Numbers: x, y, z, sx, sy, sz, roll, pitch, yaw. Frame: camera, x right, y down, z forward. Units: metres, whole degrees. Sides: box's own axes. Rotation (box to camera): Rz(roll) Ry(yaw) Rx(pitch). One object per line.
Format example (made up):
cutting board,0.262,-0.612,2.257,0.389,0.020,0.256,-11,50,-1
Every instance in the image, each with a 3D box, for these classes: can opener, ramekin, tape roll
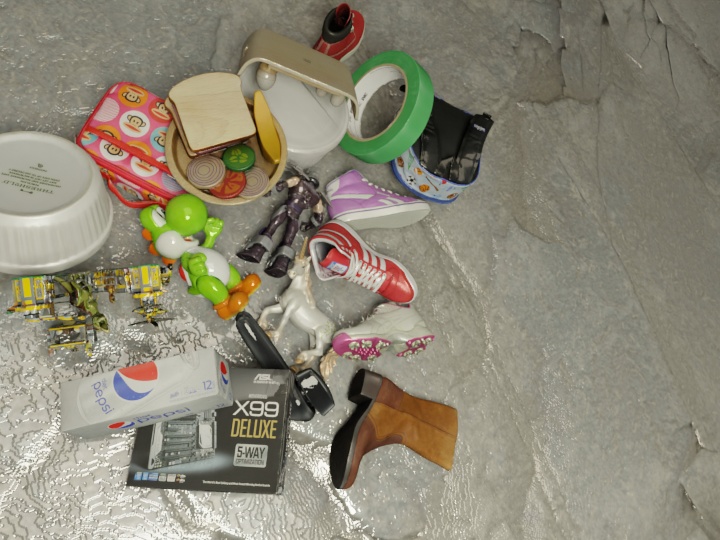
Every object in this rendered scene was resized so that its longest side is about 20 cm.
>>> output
can opener,-0.121,0.143,0.829,0.078,0.063,0.201,-39,101,-13
ramekin,-0.443,-0.101,0.759,0.201,0.094,0.204,12,50,-14
ramekin,-0.128,-0.270,0.991,0.201,0.094,0.204,9,66,-20
tape roll,0.038,-0.298,1.026,0.048,0.199,0.202,20,58,-47

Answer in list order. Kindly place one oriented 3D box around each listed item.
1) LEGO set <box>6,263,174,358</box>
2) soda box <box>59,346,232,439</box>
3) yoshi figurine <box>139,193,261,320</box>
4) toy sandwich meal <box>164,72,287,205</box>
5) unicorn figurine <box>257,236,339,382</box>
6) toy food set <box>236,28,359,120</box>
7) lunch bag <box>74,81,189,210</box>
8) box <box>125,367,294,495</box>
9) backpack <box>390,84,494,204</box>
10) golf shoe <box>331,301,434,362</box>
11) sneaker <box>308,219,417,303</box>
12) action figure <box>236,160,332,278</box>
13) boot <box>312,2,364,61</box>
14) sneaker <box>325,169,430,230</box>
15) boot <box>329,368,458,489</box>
LEGO set,-0.340,0.058,0.730,0.198,0.153,0.117,-7,93,-26
soda box,-0.270,0.158,0.715,0.198,0.068,0.064,-13,65,-1
yoshi figurine,-0.230,-0.033,0.828,0.200,0.112,0.112,47,68,-13
toy sandwich meal,-0.202,-0.199,0.841,0.203,0.070,0.207,3,75,-11
unicorn figurine,-0.094,0.069,0.884,0.138,0.074,0.201,-50,121,-29
toy food set,-0.098,-0.315,0.914,0.198,0.061,0.144,17,35,-19
lunch bag,-0.332,-0.180,0.883,0.199,0.082,0.177,27,65,-13
box,-0.194,0.212,0.750,0.198,0.050,0.159,2,66,4
backpack,0.140,-0.226,1.070,0.198,0.154,0.192,16,54,-14
golf shoe,0.030,0.098,0.931,0.199,0.075,0.092,3,53,-38
sneaker,0.000,0.000,0.923,0.199,0.071,0.112,37,27,5
action figure,-0.121,-0.092,0.932,0.130,0.069,0.201,38,67,-26
boot,-0.028,-0.486,1.107,0.072,0.144,0.201,33,58,-6
sneaker,0.032,-0.139,1.032,0.199,0.073,0.115,-5,68,-26
boot,0.058,0.277,0.889,0.199,0.068,0.189,29,52,-19
